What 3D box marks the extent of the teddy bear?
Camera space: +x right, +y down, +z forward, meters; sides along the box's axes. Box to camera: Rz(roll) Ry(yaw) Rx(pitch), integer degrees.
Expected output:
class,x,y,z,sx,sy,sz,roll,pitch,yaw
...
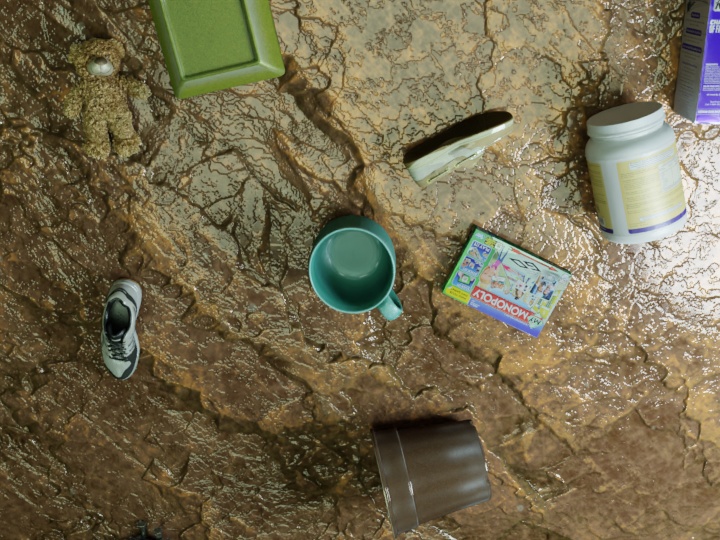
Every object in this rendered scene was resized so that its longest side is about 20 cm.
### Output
class,x,y,z,sx,sy,sz,roll,pitch,yaw
teddy bear,-0.429,-0.284,1.429,0.143,0.067,0.203,13,110,-6

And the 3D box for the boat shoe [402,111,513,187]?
class,x,y,z,sx,sy,sz,roll,pitch,yaw
boat shoe,0.171,-0.205,1.443,0.197,0.074,0.067,-22,120,11

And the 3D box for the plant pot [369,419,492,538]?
class,x,y,z,sx,sy,sz,roll,pitch,yaw
plant pot,0.132,0.373,1.591,0.195,0.201,0.203,-13,109,-3

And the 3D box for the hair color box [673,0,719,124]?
class,x,y,z,sx,sy,sz,roll,pitch,yaw
hair color box,0.555,-0.344,1.355,0.064,0.110,0.203,-1,110,2

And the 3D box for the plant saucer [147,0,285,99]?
class,x,y,z,sx,sy,sz,roll,pitch,yaw
plant saucer,-0.242,-0.396,1.393,0.196,0.048,0.203,-11,109,6

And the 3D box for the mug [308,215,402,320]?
class,x,y,z,sx,sy,sz,roll,pitch,yaw
mug,-0.011,-0.003,1.491,0.149,0.115,0.188,-7,110,4

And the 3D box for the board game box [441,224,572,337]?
class,x,y,z,sx,sy,sz,roll,pitch,yaw
board game box,0.263,0.021,1.537,0.197,0.029,0.136,24,108,-7

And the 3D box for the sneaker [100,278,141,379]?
class,x,y,z,sx,sy,sz,roll,pitch,yaw
sneaker,-0.449,0.119,1.562,0.074,0.088,0.203,6,111,-2

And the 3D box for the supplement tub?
class,x,y,z,sx,sy,sz,roll,pitch,yaw
supplement tub,0.452,-0.161,1.404,0.143,0.146,0.203,-14,109,7

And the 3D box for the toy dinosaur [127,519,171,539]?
class,x,y,z,sx,sy,sz,roll,pitch,yaw
toy dinosaur,-0.427,0.578,1.743,0.196,0.077,0.104,5,122,-6
